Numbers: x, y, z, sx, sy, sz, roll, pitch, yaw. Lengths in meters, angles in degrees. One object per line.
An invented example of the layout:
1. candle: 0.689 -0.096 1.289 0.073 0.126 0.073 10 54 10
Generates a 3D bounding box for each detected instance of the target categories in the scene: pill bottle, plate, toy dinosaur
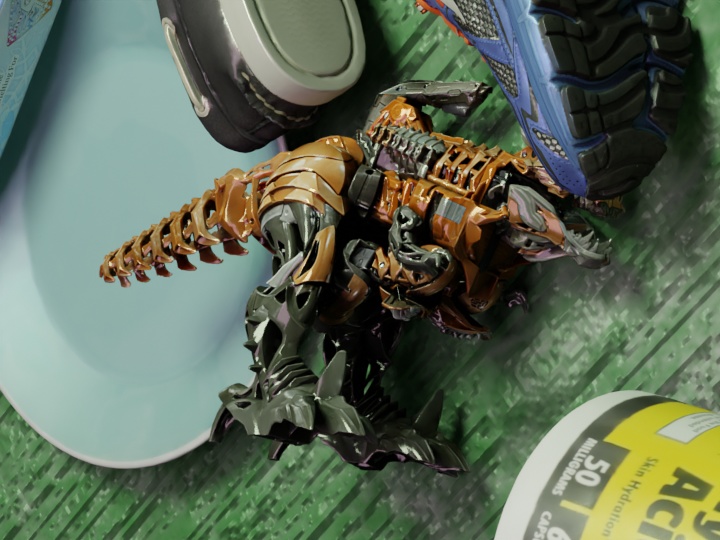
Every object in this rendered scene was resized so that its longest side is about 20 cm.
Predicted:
1. pill bottle: 0.145 0.113 0.856 0.199 0.111 0.112 16 104 39
2. plate: -0.092 -0.022 1.116 0.199 0.026 0.201 3 95 41
3. toy dinosaur: 0.000 0.000 1.004 0.200 0.102 0.137 -9 73 50

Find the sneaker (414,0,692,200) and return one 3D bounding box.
1. sneaker: 0.049 -0.107 0.963 0.078 0.075 0.201 -46 55 43

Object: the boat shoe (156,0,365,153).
1. boat shoe: -0.055 -0.140 1.042 0.060 0.074 0.201 -36 67 42

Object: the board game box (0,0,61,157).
1. board game box: -0.224 -0.108 1.166 0.200 0.043 0.200 36 115 24
